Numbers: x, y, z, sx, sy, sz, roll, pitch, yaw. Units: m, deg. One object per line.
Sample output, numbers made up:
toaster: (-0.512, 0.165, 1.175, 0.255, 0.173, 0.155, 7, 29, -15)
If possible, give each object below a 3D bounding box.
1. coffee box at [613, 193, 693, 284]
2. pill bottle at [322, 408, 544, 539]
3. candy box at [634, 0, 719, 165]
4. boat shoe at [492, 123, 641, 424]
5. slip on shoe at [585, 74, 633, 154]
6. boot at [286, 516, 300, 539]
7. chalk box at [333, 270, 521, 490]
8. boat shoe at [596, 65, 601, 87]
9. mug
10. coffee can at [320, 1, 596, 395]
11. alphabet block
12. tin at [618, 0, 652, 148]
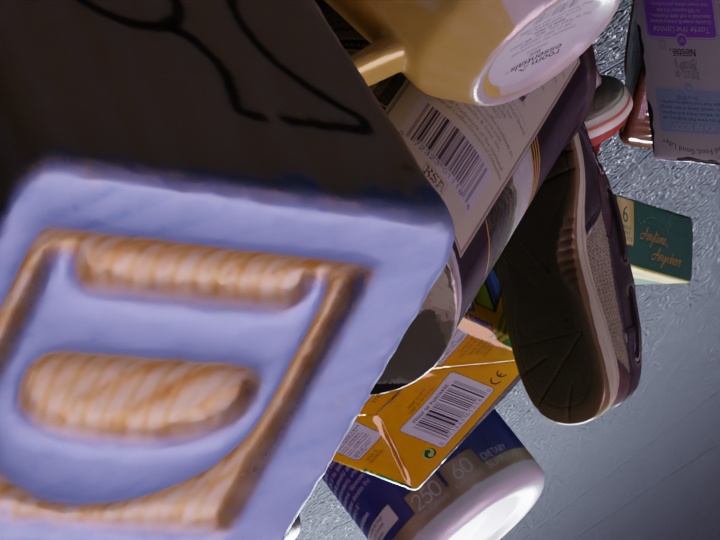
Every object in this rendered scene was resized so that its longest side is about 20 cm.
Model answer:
coffee box: (0.090, -0.015, 1.581, 0.200, 0.044, 0.123, -3, 171, 29)
pill bottle: (0.016, 0.092, 1.648, 0.116, 0.200, 0.116, -35, 161, -13)
candy box: (0.226, -0.174, 1.411, 0.168, 0.200, 0.071, -22, -160, -40)
boat shoe: (0.107, -0.020, 1.387, 0.072, 0.201, 0.066, -12, 180, 35)
slip on shoe: (0.122, -0.071, 1.587, 0.074, 0.061, 0.200, -36, -179, -21)
boot: (-0.130, 0.197, 1.489, 0.154, 0.074, 0.204, -36, 172, -36)
chalk box: (0.000, 0.000, 1.467, 0.124, 0.200, 0.125, 23, 121, -32)
boat shoe: (0.078, -0.130, 1.446, 0.072, 0.076, 0.200, -32, 159, 13)
mug: (0.027, -0.146, 1.170, 0.187, 0.153, 0.149, -42, 162, 16)
coffee can: (0.014, -0.057, 1.257, 0.146, 0.146, 0.200, -56, 180, 44)
alphabet block: (-0.112, -0.018, 1.020, 0.195, 0.200, 0.197, 9, 125, -34)
tin: (0.184, -0.148, 1.535, 0.042, 0.112, 0.200, 4, 152, -2)
